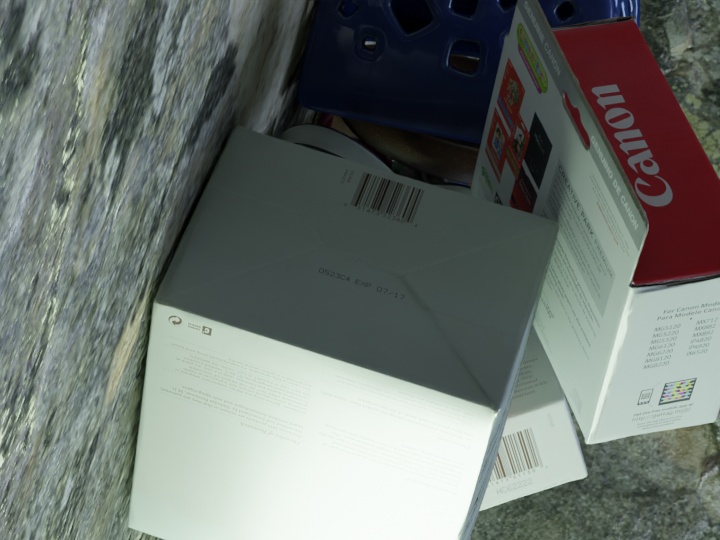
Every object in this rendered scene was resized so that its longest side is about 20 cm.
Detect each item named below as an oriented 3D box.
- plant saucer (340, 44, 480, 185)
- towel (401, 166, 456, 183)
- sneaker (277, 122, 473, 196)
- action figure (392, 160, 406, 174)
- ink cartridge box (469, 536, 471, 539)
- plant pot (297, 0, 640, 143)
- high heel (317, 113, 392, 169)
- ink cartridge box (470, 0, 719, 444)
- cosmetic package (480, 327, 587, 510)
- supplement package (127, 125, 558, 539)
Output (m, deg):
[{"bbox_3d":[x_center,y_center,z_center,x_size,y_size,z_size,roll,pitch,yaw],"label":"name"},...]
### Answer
[{"bbox_3d":[0.066,-0.096,1.699,0.200,0.200,0.037,-60,166,-68],"label":"plant saucer"},{"bbox_3d":[0.000,0.008,1.711,0.200,0.024,0.147,-55,-166,16],"label":"towel"},{"bbox_3d":[0.021,-0.005,1.562,0.115,0.200,0.076,-61,173,-50],"label":"sneaker"},{"bbox_3d":[0.000,0.000,1.820,0.200,0.055,0.118,-63,-149,13],"label":"action figure"},{"bbox_3d":[-0.017,0.157,1.603,0.047,0.200,0.160,54,21,-37],"label":"ink cartridge box"},{"bbox_3d":[0.083,-0.193,1.630,0.200,0.199,0.180,-63,163,-68],"label":"plant pot"},{"bbox_3d":[0.005,-0.097,1.749,0.096,0.067,0.200,-63,180,2],"label":"high heel"},{"bbox_3d":[0.142,-0.039,1.436,0.176,0.084,0.200,100,-25,-48],"label":"ink cartridge box"},{"bbox_3d":[0.074,0.064,1.703,0.200,0.101,0.071,-104,176,-54],"label":"cosmetic package"},{"bbox_3d":[-0.012,0.060,1.446,0.200,0.191,0.147,102,8,-48],"label":"supplement package"}]
